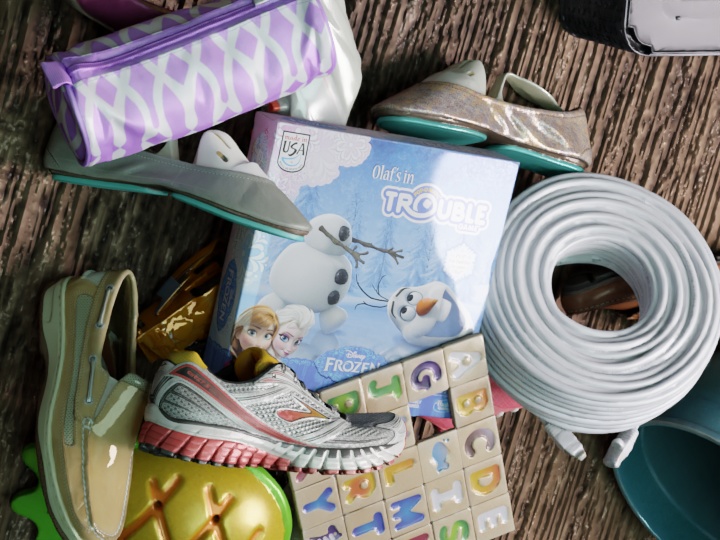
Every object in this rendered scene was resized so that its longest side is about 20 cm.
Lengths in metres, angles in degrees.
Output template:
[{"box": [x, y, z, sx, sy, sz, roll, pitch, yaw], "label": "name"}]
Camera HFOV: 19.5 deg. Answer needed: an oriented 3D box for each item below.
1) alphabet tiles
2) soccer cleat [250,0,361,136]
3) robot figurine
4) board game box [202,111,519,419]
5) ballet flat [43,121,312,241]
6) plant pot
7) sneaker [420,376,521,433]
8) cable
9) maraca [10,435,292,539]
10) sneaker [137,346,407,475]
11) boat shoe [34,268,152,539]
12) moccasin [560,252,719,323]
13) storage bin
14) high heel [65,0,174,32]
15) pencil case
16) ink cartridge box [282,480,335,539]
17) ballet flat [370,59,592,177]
[{"box": [0.031, 0.161, 1.531, 0.167, 0.008, 0.200, -19, 113, -20], "label": "alphabet tiles"}, {"box": [-0.034, -0.172, 1.488, 0.078, 0.069, 0.200, -9, 115, -31], "label": "soccer cleat"}, {"box": [-0.068, 0.021, 1.525, 0.200, 0.058, 0.145, -36, 118, -14], "label": "robot figurine"}, {"box": [0.000, 0.000, 1.494, 0.200, 0.043, 0.199, 7, 101, -28], "label": "board game box"}, {"box": [-0.121, -0.072, 1.408, 0.067, 0.200, 0.064, 14, 90, -72], "label": "ballet flat"}, {"box": [0.341, 0.137, 1.711, 0.188, 0.200, 0.200, -45, 121, -27], "label": "plant pot"}, {"box": [0.089, 0.088, 1.633, 0.200, 0.074, 0.087, 11, 109, -24], "label": "sneaker"}, {"box": [0.174, 0.022, 1.578, 0.200, 0.069, 0.200, 40, 65, 10], "label": "cable"}, {"box": [-0.148, 0.171, 1.494, 0.200, 0.107, 0.137, 14, 116, -5], "label": "maraca"}, {"box": [-0.052, 0.096, 1.424, 0.200, 0.078, 0.082, 10, 86, -34], "label": "sneaker"}, {"box": [-0.174, 0.090, 1.416, 0.072, 0.076, 0.200, 33, 45, -60], "label": "boat shoe"}, {"box": [0.249, 0.025, 1.693, 0.201, 0.074, 0.078, -3, 93, -37], "label": "moccasin"}, {"box": [0.265, -0.240, 1.611, 0.200, 0.094, 0.135, -4, 106, -27], "label": "storage bin"}, {"box": [-0.153, -0.197, 1.412, 0.096, 0.067, 0.200, -33, 132, -8], "label": "high heel"}, {"box": [-0.110, -0.137, 1.375, 0.200, 0.084, 0.086, -25, 159, -17], "label": "pencil case"}, {"box": [-0.046, 0.253, 1.565, 0.116, 0.067, 0.200, 38, 84, -32], "label": "ink cartridge box"}, {"box": [0.092, -0.121, 1.577, 0.200, 0.068, 0.067, 14, 78, -36], "label": "ballet flat"}]
